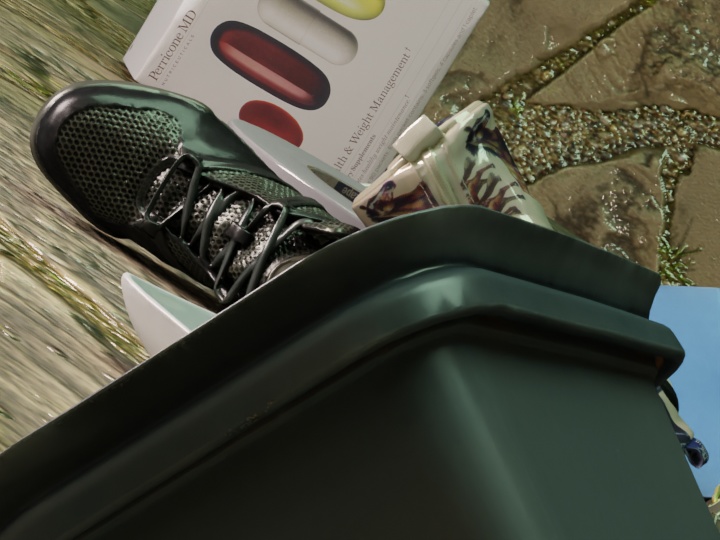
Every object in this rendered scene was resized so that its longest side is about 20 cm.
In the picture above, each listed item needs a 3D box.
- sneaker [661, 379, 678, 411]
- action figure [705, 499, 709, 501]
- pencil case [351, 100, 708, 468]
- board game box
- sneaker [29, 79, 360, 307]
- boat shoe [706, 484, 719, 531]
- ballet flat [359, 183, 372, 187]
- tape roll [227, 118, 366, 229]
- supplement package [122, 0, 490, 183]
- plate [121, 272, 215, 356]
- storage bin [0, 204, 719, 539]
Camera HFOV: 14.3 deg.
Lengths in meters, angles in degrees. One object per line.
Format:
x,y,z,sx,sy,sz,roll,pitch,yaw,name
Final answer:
0.108,0.081,1.412,0.199,0.073,0.112,16,19,-43,sneaker
0.247,0.111,1.715,0.200,0.102,0.119,30,17,-32,action figure
0.073,0.021,1.287,0.200,0.078,0.089,57,-10,0,pencil case
0.208,0.080,1.637,0.199,0.039,0.159,2,47,0,board game box
-0.058,-0.021,1.306,0.199,0.076,0.114,36,-2,-12,sneaker
0.198,0.135,1.430,0.072,0.060,0.202,33,6,11,boat shoe
0.050,0.021,1.665,0.200,0.070,0.069,35,4,-20,ballet flat
0.000,0.000,1.499,0.200,0.066,0.200,32,6,-4,tape roll
-0.044,-0.180,2.157,0.199,0.192,0.147,30,5,-12,supplement package
0.020,0.085,1.044,0.200,0.032,0.199,27,7,-40,plate
0.016,0.086,0.605,0.135,0.145,0.200,62,14,15,storage bin
